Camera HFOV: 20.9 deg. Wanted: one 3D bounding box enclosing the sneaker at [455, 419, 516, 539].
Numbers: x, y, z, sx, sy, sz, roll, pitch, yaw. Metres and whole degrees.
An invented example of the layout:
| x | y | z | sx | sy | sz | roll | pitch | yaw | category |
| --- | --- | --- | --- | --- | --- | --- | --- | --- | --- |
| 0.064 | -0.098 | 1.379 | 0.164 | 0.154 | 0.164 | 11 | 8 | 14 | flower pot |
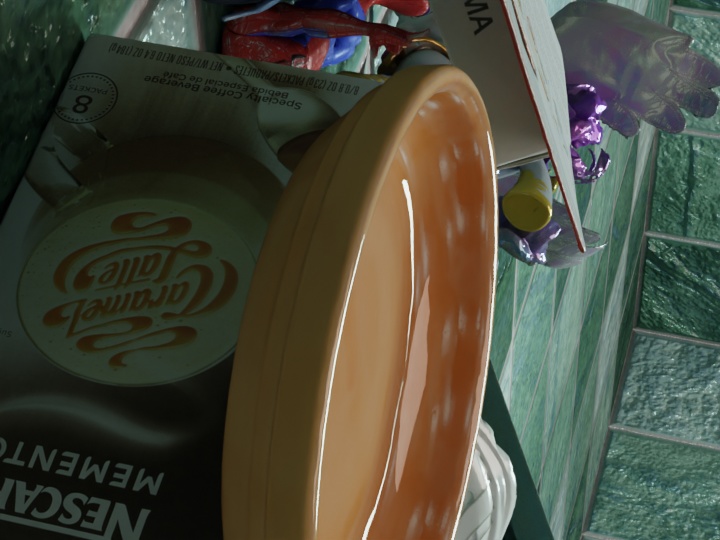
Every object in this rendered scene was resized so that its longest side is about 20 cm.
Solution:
| x | y | z | sx | sy | sz | roll | pitch | yaw | category |
| --- | --- | --- | --- | --- | --- | --- | --- | --- | --- |
| 0.017 | 0.130 | 0.862 | 0.099 | 0.078 | 0.201 | -39 | 128 | -34 | sneaker |

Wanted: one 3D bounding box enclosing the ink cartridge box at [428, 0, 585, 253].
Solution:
| x | y | z | sx | sy | sz | roll | pitch | yaw | category |
| --- | --- | --- | --- | --- | --- | --- | --- | --- | --- |
| 0.043 | -0.127 | 0.799 | 0.174 | 0.043 | 0.201 | -86 | 158 | -55 | ink cartridge box |

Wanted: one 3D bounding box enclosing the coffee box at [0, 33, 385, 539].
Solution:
| x | y | z | sx | sy | sz | roll | pitch | yaw | category |
| --- | --- | --- | --- | --- | --- | --- | --- | --- | --- |
| -0.064 | 0.028 | 0.640 | 0.080 | 0.114 | 0.201 | 83 | 21 | -54 | coffee box |

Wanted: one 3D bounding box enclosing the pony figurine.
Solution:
| x | y | z | sx | sy | sz | roll | pitch | yaw | category |
| --- | --- | --- | --- | --- | --- | --- | --- | --- | --- |
| 0.069 | -0.076 | 1.017 | 0.167 | 0.192 | 0.200 | -55 | -175 | 30 | pony figurine |

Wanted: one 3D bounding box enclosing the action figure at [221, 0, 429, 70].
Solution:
| x | y | z | sx | sy | sz | roll | pitch | yaw | category |
| --- | --- | --- | --- | --- | --- | --- | --- | --- | --- |
| 0.005 | -0.103 | 0.869 | 0.200 | 0.098 | 0.066 | -44 | 144 | -52 | action figure |

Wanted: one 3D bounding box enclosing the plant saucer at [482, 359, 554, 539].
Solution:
| x | y | z | sx | sy | sz | roll | pitch | yaw | category |
| --- | --- | --- | --- | --- | --- | --- | --- | --- | --- |
| 0.069 | 0.103 | 0.934 | 0.070 | 0.019 | 0.201 | 87 | -13 | -57 | plant saucer |

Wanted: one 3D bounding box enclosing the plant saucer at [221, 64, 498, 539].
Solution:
| x | y | z | sx | sy | sz | roll | pitch | yaw | category |
| --- | --- | --- | --- | --- | --- | --- | --- | --- | --- |
| 0.001 | 0.036 | 0.601 | 0.200 | 0.037 | 0.202 | 8 | 90 | -74 | plant saucer |

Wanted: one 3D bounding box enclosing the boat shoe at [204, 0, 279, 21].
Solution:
| x | y | z | sx | sy | sz | roll | pitch | yaw | category |
| --- | --- | --- | --- | --- | --- | --- | --- | --- | --- |
| -0.020 | -0.154 | 0.799 | 0.200 | 0.068 | 0.085 | -56 | 154 | -63 | boat shoe |
